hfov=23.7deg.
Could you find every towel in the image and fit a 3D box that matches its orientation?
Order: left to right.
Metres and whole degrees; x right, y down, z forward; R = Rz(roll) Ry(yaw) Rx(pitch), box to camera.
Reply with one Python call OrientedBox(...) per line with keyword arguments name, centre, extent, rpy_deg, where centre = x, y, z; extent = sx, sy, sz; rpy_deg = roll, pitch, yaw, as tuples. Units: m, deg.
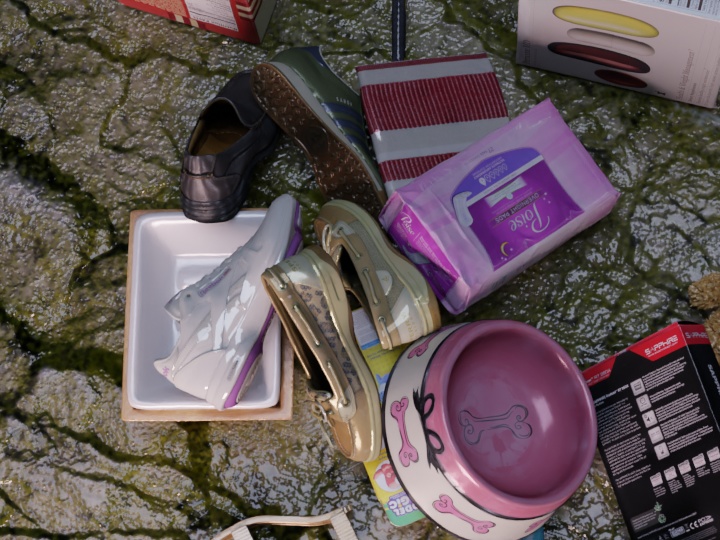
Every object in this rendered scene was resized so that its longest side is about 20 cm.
OrientedBox(name="towel", centre=(0.082, -0.108, 1.621), extent=(0.143, 0.023, 0.201), rpy_deg=(-8, 71, -21))

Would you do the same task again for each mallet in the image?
OrientedBox(name="mallet", centre=(0.039, -0.285, 1.698), extent=(0.041, 0.066, 0.202), rpy_deg=(0, 88, 6))

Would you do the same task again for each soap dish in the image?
OrientedBox(name="soap dish", centre=(-0.137, 0.044, 1.588), extent=(0.156, 0.081, 0.201), rpy_deg=(-1, 73, 4))

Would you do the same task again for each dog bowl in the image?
OrientedBox(name="dog bowl", centre=(0.121, 0.133, 1.495), extent=(0.199, 0.074, 0.201), rpy_deg=(12, 65, -27))

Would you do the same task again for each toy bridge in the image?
OrientedBox(name="toy bridge", centre=(-0.096, 0.259, 1.550), extent=(0.199, 0.027, 0.067), rpy_deg=(-27, 72, -4))

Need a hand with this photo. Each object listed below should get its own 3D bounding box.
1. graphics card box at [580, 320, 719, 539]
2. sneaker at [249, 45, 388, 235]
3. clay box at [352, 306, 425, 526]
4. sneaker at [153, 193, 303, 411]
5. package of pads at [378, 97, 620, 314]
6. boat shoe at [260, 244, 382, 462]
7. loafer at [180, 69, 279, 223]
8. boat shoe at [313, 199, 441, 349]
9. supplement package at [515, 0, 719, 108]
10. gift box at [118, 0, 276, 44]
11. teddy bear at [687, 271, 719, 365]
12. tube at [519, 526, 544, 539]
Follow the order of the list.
OrientedBox(name="graphics card box", centre=(0.277, 0.160, 1.505), extent=(0.125, 0.051, 0.201), rpy_deg=(-32, 68, 34))
OrientedBox(name="sneaker", centre=(-0.014, -0.131, 1.635), extent=(0.201, 0.067, 0.090), rpy_deg=(53, 46, -4))
OrientedBox(name="clay box", centre=(0.043, 0.125, 1.567), extent=(0.114, 0.048, 0.201), rpy_deg=(-22, 74, -1))
OrientedBox(name="sneaker", centre=(-0.115, 0.017, 1.512), extent=(0.099, 0.075, 0.201), rpy_deg=(22, 77, 9))
OrientedBox(name="package of pads", centre=(0.129, -0.058, 1.561), extent=(0.199, 0.076, 0.121), rpy_deg=(-32, 79, -26))
OrientedBox(name="boat shoe", centre=(-0.034, 0.080, 1.491), extent=(0.062, 0.073, 0.201), rpy_deg=(-23, 105, -24))
OrientedBox(name="loafer", centre=(-0.120, -0.133, 1.607), extent=(0.072, 0.073, 0.201), rpy_deg=(3, 42, 9))
OrientedBox(name="boat shoe", centre=(0.001, 0.002, 1.556), extent=(0.063, 0.073, 0.201), rpy_deg=(-26, 44, -15))
OrientedBox(name="supplement package", centre=(0.257, -0.270, 1.590), extent=(0.199, 0.191, 0.148), rpy_deg=(14, 74, 9))
OrientedBox(name="gift box", centre=(-0.141, -0.353, 1.648), extent=(0.183, 0.200, 0.188), rpy_deg=(18, 74, 4))
OrientedBox(name="teddy bear", centre=(0.361, 0.050, 1.553), extent=(0.199, 0.067, 0.145), rpy_deg=(-34, 76, -5))
OrientedBox(name="tube", centre=(0.137, 0.298, 1.509), extent=(0.077, 0.050, 0.201), rpy_deg=(9, 68, -35))
